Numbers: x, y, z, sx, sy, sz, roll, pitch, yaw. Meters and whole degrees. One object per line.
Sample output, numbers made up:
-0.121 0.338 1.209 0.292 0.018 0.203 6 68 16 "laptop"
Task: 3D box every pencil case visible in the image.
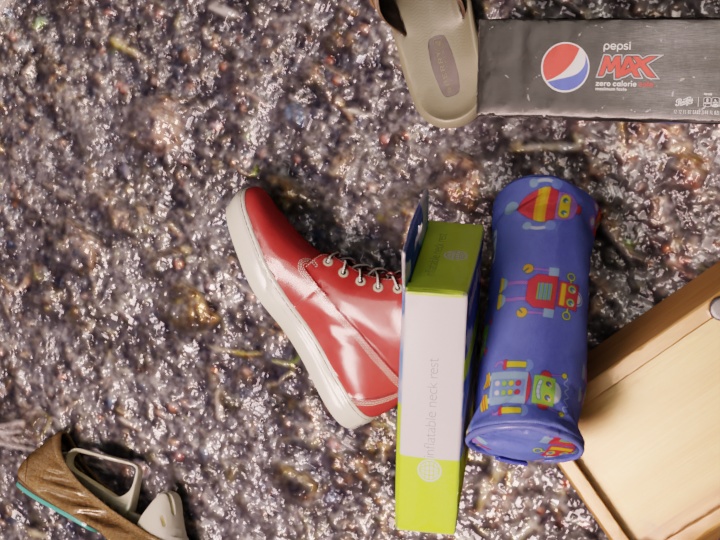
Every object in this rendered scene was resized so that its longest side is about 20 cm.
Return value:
0.118 0.034 0.944 0.077 0.087 0.201 11 61 -3 "pencil case"

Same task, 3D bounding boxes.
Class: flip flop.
0.038 -0.199 1.008 0.081 0.058 0.201 -18 89 22 "flip flop"

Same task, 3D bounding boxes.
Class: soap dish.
0.225 0.105 0.957 0.200 0.081 0.158 -37 82 20 "soap dish"

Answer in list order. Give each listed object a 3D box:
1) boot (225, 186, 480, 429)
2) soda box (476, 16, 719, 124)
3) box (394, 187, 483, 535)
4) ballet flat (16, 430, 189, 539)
0.000 0.000 1.042 0.144 0.072 0.201 -33 92 21 "boot"
0.182 -0.137 0.956 0.198 0.063 0.071 4 97 20 "soda box"
0.053 0.060 0.944 0.047 0.122 0.202 5 114 8 "box"
-0.193 0.198 1.148 0.199 0.068 0.073 33 87 19 "ballet flat"
